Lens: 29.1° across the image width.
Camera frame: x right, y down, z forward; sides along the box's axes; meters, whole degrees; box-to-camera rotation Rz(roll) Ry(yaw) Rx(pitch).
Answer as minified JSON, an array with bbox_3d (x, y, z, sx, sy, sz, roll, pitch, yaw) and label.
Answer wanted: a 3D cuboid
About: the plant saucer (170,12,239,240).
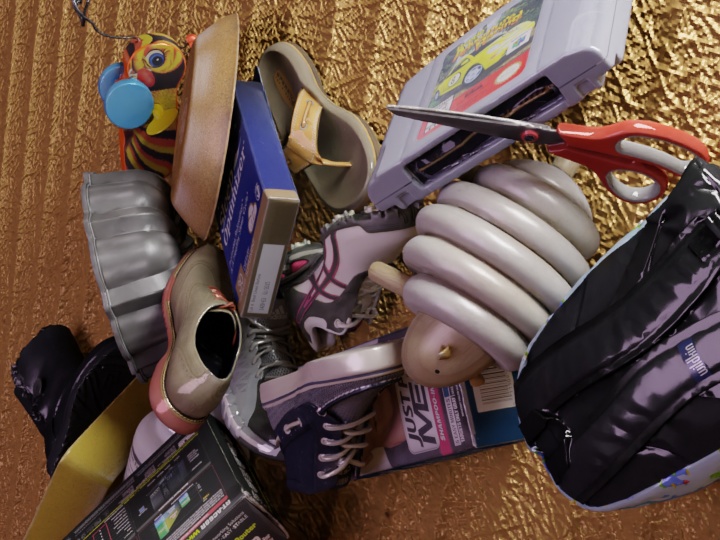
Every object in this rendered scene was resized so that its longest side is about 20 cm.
[{"bbox_3d":[-0.140,-0.128,1.222,0.200,0.035,0.203,-172,90,-78],"label":"plant saucer"}]

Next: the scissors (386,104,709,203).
[{"bbox_3d":[0.118,-0.087,0.852,0.073,0.198,0.014,132,152,-55],"label":"scissors"}]

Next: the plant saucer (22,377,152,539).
[{"bbox_3d":[-0.252,0.199,1.380,0.048,0.200,0.201,33,127,4],"label":"plant saucer"}]

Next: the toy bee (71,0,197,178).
[{"bbox_3d":[-0.197,-0.177,1.323,0.201,0.107,0.132,84,167,-51],"label":"toy bee"}]

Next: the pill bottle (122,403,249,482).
[{"bbox_3d":[-0.166,0.196,1.296,0.111,0.110,0.202,44,126,41],"label":"pill bottle"}]

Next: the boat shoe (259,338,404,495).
[{"bbox_3d":[-0.011,0.110,1.020,0.200,0.074,0.094,-30,74,65],"label":"boat shoe"}]

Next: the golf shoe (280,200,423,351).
[{"bbox_3d":[0.000,0.000,1.103,0.200,0.076,0.089,-32,75,58],"label":"golf shoe"}]

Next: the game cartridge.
[{"bbox_3d":[0.091,-0.128,0.922,0.199,0.134,0.041,-31,113,36],"label":"game cartridge"}]

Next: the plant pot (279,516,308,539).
[{"bbox_3d":[-0.123,0.315,1.218,0.186,0.185,0.201,43,107,41],"label":"plant pot"}]

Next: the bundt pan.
[{"bbox_3d":[-0.191,-0.002,1.284,0.202,0.075,0.204,-14,-90,-90],"label":"bundt pan"}]

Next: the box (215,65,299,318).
[{"bbox_3d":[-0.094,-0.071,1.165,0.201,0.032,0.122,-108,27,-48],"label":"box"}]

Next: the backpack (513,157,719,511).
[{"bbox_3d":[0.184,0.060,0.821,0.200,0.153,0.164,-42,64,21],"label":"backpack"}]

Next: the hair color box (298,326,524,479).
[{"bbox_3d":[0.036,0.100,1.066,0.199,0.060,0.101,-24,73,51],"label":"hair color box"}]

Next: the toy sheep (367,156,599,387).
[{"bbox_3d":[0.091,-0.010,0.929,0.137,0.138,0.201,27,85,48],"label":"toy sheep"}]

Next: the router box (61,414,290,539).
[{"bbox_3d":[-0.166,0.231,1.154,0.200,0.062,0.150,-43,30,1],"label":"router box"}]

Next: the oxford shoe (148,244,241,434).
[{"bbox_3d":[-0.121,0.043,1.153,0.075,0.070,0.201,-41,32,31],"label":"oxford shoe"}]

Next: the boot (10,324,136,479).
[{"bbox_3d":[-0.311,0.110,1.503,0.169,0.076,0.201,53,125,42],"label":"boot"}]

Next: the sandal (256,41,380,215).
[{"bbox_3d":[-0.047,-0.119,1.159,0.201,0.054,0.081,56,132,34],"label":"sandal"}]

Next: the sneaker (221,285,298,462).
[{"bbox_3d":[-0.079,0.073,1.190,0.200,0.074,0.117,44,121,54],"label":"sneaker"}]
